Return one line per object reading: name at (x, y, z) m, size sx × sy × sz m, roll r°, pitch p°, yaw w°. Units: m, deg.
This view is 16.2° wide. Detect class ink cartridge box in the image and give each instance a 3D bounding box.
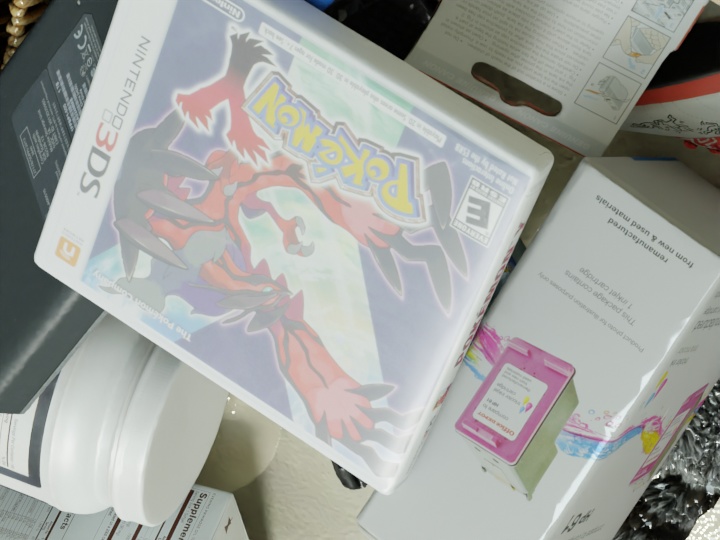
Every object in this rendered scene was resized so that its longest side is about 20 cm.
ink cartridge box at (0.101, 0.053, 1.155) m, size 0.085 × 0.144 × 0.200 m, roll 38°, pitch 106°, yaw 17°
ink cartridge box at (0.112, -0.157, 1.131) m, size 0.109 × 0.050 × 0.200 m, roll 27°, pitch 119°, yaw -8°

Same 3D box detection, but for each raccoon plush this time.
raccoon plush at (0.142, 0.052, 1.242) m, size 0.134 × 0.200 × 0.097 m, roll 39°, pitch 160°, yaw -6°

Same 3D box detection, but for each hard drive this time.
hard drive at (-0.143, -0.044, 1.207) m, size 0.200 × 0.033 × 0.140 m, roll -47°, pitch 51°, yaw 36°

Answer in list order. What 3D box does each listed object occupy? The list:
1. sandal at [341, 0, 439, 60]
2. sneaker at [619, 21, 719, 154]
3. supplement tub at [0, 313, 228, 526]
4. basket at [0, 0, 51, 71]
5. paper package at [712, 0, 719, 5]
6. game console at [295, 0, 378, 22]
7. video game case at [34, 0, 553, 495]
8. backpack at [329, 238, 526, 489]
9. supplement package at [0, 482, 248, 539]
sandal at (-0.035, -0.150, 1.268) m, size 0.200 × 0.048 × 0.076 m, roll 15°, pitch 129°, yaw 35°
sneaker at (0.201, -0.064, 1.188) m, size 0.201 × 0.067 × 0.108 m, roll -11°, pitch 116°, yaw 31°
supplement tub at (-0.186, 0.054, 1.436) m, size 0.199 × 0.140 × 0.141 m, roll 19°, pitch 132°, yaw 14°
basket at (-0.189, -0.105, 1.290) m, size 0.143 × 0.149 × 0.200 m, roll 37°, pitch 135°, yaw 18°
paper package at (0.189, -0.201, 1.011) m, size 0.190 × 0.104 × 0.200 m, roll 29°, pitch 117°, yaw -9°
game console at (-0.043, -0.209, 1.104) m, size 0.200 × 0.118 × 0.171 m, roll 55°, pitch 159°, yaw -1°
video game case at (-0.035, -0.025, 1.079) m, size 0.200 × 0.023 × 0.183 m, roll 32°, pitch 124°, yaw 13°
backpack at (0.000, 0.000, 1.266) m, size 0.147 × 0.200 × 0.183 m, roll -42°, pitch 86°, yaw 0°
supplement package at (-0.177, 0.218, 1.525) m, size 0.199 × 0.147 × 0.192 m, roll 13°, pitch 146°, yaw 19°
